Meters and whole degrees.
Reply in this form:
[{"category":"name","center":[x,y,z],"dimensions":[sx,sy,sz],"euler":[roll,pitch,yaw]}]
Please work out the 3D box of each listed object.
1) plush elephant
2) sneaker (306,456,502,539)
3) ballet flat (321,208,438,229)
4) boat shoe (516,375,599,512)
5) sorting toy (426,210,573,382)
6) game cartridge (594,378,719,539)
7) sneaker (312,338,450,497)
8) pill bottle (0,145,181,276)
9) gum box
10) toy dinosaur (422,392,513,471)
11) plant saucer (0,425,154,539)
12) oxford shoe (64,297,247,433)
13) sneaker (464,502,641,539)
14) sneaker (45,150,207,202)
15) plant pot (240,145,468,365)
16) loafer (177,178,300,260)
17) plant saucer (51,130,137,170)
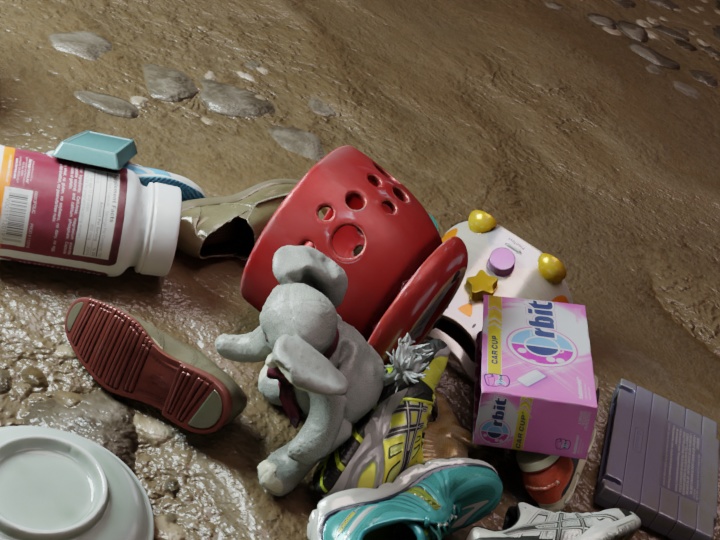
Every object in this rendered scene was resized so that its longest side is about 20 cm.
[{"category":"plush elephant","center":[-0.054,0.078,1.065],"dimensions":[0.155,0.199,0.166],"euler":[46,28,-31]},{"category":"sneaker","center":[0.050,0.227,1.043],"dimensions":[0.198,0.079,0.079],"euler":[-15,21,-29]},{"category":"ballet flat","center":[0.006,-0.060,1.405],"dimensions":[0.199,0.063,0.069],"euler":[22,51,-32]},{"category":"boat shoe","center":[0.215,0.176,1.234],"dimensions":[0.063,0.071,0.200],"euler":[64,30,-14]},{"category":"sorting toy","center":[0.134,0.042,1.361],"dimensions":[0.199,0.107,0.180],"euler":[33,55,16]},{"category":"game cartridge","center":[0.326,0.209,1.276],"dimensions":[0.129,0.039,0.200],"euler":[28,34,2]},{"category":"sneaker","center":[0.032,0.151,1.125],"dimensions":[0.076,0.075,0.201],"euler":[43,63,-12]},{"category":"pill bottle","center":[-0.291,-0.057,1.215],"dimensions":[0.198,0.115,0.115],"euler":[10,36,-18]},{"category":"gum box","center":[0.177,0.101,1.208],"dimensions":[0.112,0.067,0.201],"euler":[7,29,3]},{"category":"toy dinosaur","center":[0.097,0.174,1.171],"dimensions":[0.100,0.059,0.201],"euler":[18,34,-4]},{"category":"plant saucer","center":[-0.261,0.189,0.954],"dimensions":[0.198,0.051,0.201],"euler":[15,35,-11]},{"category":"oxford shoe","center":[-0.197,0.091,1.127],"dimensions":[0.199,0.071,0.075],"euler":[34,11,16]},{"category":"sneaker","center":[0.181,0.247,1.101],"dimensions":[0.198,0.076,0.088],"euler":[-10,45,-39]},{"category":"sneaker","center":[-0.266,-0.095,1.319],"dimensions":[0.198,0.077,0.081],"euler":[11,27,-23]},{"category":"plant pot","center":[0.000,0.000,1.232],"dimensions":[0.182,0.201,0.200],"euler":[37,36,13]},{"category":"loafer","center":[-0.128,-0.050,1.342],"dimensions":[0.198,0.077,0.068],"euler":[-16,49,-30]},{"category":"plant saucer","center":[-0.283,-0.133,1.272],"dimensions":[0.069,0.019,0.200],"euler":[11,8,-7]}]
